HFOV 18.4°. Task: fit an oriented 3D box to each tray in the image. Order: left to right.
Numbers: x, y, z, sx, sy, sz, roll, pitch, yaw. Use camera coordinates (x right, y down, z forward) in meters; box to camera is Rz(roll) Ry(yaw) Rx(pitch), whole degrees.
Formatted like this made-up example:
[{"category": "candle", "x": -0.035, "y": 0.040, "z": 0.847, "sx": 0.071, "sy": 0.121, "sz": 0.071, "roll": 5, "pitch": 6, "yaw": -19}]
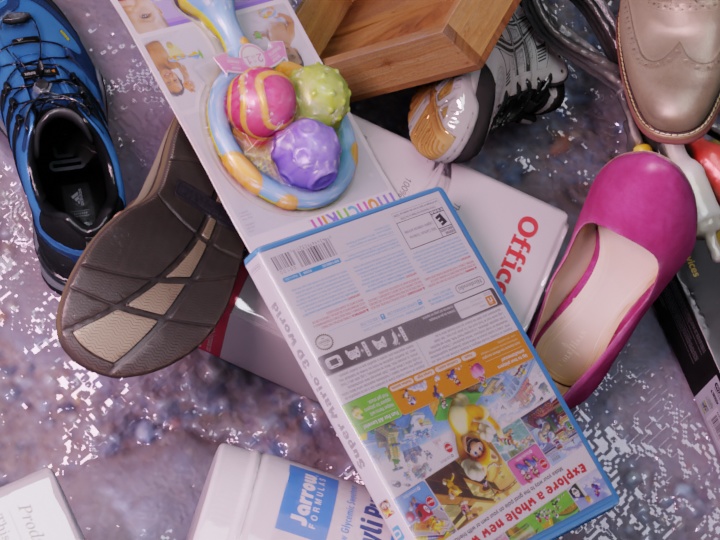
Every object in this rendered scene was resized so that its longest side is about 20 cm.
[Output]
[{"category": "tray", "x": 0.021, "y": -0.147, "z": 1.287, "sx": 0.037, "sy": 0.199, "sz": 0.099, "roll": 41, "pitch": 65, "yaw": -23}]

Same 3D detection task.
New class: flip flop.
[{"category": "flip flop", "x": -0.104, "y": -0.018, "z": 1.199, "sx": 0.081, "sy": 0.058, "sz": 0.201, "roll": 35, "pitch": 49, "yaw": -15}]

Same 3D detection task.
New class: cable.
[{"category": "cable", "x": 0.173, "y": -0.098, "z": 1.303, "sx": 0.097, "sy": 0.050, "sz": 0.201, "roll": -23, "pitch": 86, "yaw": -21}]

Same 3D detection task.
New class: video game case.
[{"category": "video game case", "x": 0.039, "y": 0.060, "z": 1.172, "sx": 0.143, "sy": 0.018, "sz": 0.201, "roll": -19, "pitch": 75, "yaw": -42}]

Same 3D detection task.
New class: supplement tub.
[{"category": "supplement tub", "x": 0.000, "y": 0.182, "z": 1.187, "sx": 0.199, "sy": 0.132, "sz": 0.133, "roll": 18, "pitch": 67, "yaw": -5}]

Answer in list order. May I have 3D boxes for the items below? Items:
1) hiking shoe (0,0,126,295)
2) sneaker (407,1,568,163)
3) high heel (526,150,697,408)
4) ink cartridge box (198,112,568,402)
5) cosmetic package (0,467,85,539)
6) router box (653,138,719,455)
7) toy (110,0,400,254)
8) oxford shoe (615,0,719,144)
[{"category": "hiking shoe", "x": -0.172, "y": -0.089, "z": 1.282, "sx": 0.074, "sy": 0.087, "sz": 0.201, "roll": -17, "pitch": 73, "yaw": -17}, {"category": "sneaker", "x": 0.085, "y": -0.117, "z": 1.313, "sx": 0.087, "sy": 0.076, "sz": 0.200, "roll": 31, "pitch": 33, "yaw": -10}, {"category": "high heel", "x": 0.128, "y": 0.014, "z": 1.240, "sx": 0.067, "sy": 0.200, "sz": 0.096, "roll": 33, "pitch": 60, "yaw": 4}, {"category": "ink cartridge box", "x": 0.000, "y": 0.000, "z": 1.282, "sx": 0.199, "sy": 0.084, "sz": 0.146, "roll": 24, "pitch": 67, "yaw": 1}, {"category": "cosmetic package", "x": -0.214, "y": 0.228, "z": 1.108, "sx": 0.199, "sy": 0.166, "sz": 0.168, "roll": -21, "pitch": 74, "yaw": -17}, {"category": "router box", "x": 0.260, "y": 0.012, "z": 1.345, "sx": 0.156, "sy": 0.052, "sz": 0.201, "roll": -18, "pitch": 73, "yaw": -17}, {"category": "toy", "x": -0.046, "y": -0.096, "z": 1.217, "sx": 0.115, "sy": 0.047, "sz": 0.201, "roll": -20, "pitch": 73, "yaw": -40}, {"category": "oxford shoe", "x": 0.180, "y": -0.173, "z": 1.271, "sx": 0.070, "sy": 0.075, "sz": 0.202, "roll": 1, "pitch": 71, "yaw": 9}]
